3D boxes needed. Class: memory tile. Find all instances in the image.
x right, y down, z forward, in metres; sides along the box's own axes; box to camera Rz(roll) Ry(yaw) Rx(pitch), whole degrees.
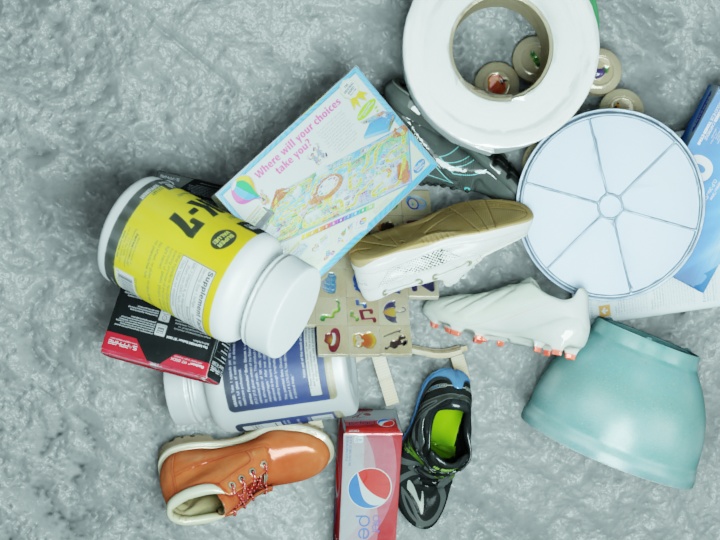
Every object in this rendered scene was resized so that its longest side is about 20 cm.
[{"bbox_3d":[0.228,-0.165,1.390,0.152,0.017,0.202,-32,87,2],"label":"memory tile"}]

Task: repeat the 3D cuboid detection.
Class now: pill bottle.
[{"bbox_3d":[-0.106,0.112,1.377,0.197,0.111,0.113,-8,101,5],"label":"pill bottle"},{"bbox_3d":[-0.145,-0.001,1.244,0.198,0.114,0.116,26,98,17],"label":"pill bottle"}]

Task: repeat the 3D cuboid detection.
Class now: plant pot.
[{"bbox_3d":[0.288,0.132,1.385,0.198,0.200,0.136,19,95,-9],"label":"plant pot"}]

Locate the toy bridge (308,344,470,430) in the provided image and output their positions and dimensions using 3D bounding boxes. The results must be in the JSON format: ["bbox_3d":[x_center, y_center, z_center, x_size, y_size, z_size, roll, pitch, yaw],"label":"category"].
[{"bbox_3d":[0.027,0.117,1.440,0.197,0.027,0.068,-19,101,-1],"label":"toy bridge"}]

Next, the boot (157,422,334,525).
[{"bbox_3d":[-0.122,0.227,1.399,0.197,0.108,0.076,-10,118,-4],"label":"boot"}]

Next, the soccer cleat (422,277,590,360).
[{"bbox_3d":[0.158,0.043,1.387,0.198,0.069,0.079,9,83,34],"label":"soccer cleat"}]

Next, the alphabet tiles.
[{"bbox_3d":[0.000,0.000,1.361,0.164,0.008,0.203,0,60,-6],"label":"alphabet tiles"}]

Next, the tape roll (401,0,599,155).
[{"bbox_3d":[0.139,-0.221,1.300,0.199,0.071,0.206,0,93,1],"label":"tape roll"}]

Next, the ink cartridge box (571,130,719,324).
[{"bbox_3d":[0.323,-0.049,1.432,0.197,0.041,0.203,-8,101,0],"label":"ink cartridge box"}]

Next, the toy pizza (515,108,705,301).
[{"bbox_3d":[0.263,-0.069,1.357,0.197,0.032,0.204,1,98,7],"label":"toy pizza"}]

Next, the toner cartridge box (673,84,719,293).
[{"bbox_3d":[0.372,-0.088,1.383,0.094,0.043,0.202,25,99,-5],"label":"toner cartridge box"}]

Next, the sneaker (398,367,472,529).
[{"bbox_3d":[0.080,0.206,1.424,0.070,0.083,0.202,8,117,-10],"label":"sneaker"}]

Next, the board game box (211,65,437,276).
[{"bbox_3d":[-0.035,-0.092,1.313,0.200,0.034,0.135,-43,99,-12],"label":"board game box"}]

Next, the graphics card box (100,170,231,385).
[{"bbox_3d":[-0.180,0.007,1.335,0.124,0.051,0.203,12,79,15],"label":"graphics card box"}]

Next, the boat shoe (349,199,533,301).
[{"bbox_3d":[0.087,-0.019,1.340,0.197,0.071,0.070,-15,119,-5],"label":"boat shoe"}]

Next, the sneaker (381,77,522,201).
[{"bbox_3d":[0.093,-0.123,1.390,0.199,0.076,0.080,37,109,-5],"label":"sneaker"}]

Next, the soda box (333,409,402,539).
[{"bbox_3d":[0.006,0.258,1.431,0.069,0.064,0.203,0,108,-7],"label":"soda box"}]

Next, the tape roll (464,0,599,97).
[{"bbox_3d":[0.151,-0.255,1.357,0.197,0.048,0.204,0,92,2],"label":"tape roll"}]
